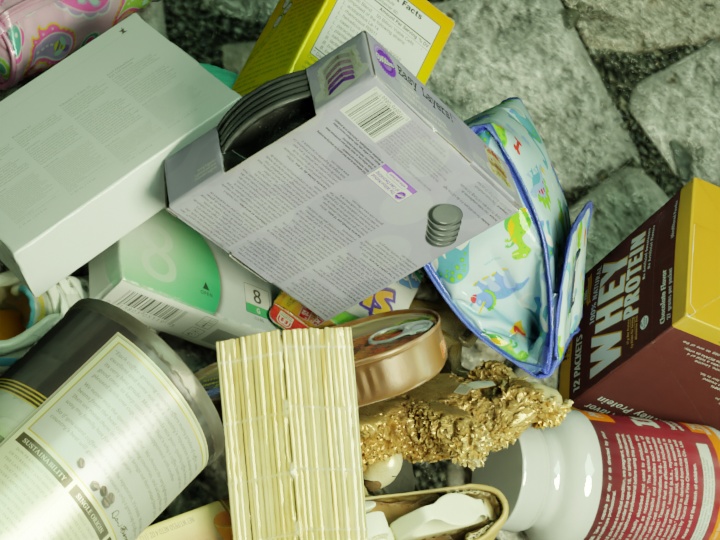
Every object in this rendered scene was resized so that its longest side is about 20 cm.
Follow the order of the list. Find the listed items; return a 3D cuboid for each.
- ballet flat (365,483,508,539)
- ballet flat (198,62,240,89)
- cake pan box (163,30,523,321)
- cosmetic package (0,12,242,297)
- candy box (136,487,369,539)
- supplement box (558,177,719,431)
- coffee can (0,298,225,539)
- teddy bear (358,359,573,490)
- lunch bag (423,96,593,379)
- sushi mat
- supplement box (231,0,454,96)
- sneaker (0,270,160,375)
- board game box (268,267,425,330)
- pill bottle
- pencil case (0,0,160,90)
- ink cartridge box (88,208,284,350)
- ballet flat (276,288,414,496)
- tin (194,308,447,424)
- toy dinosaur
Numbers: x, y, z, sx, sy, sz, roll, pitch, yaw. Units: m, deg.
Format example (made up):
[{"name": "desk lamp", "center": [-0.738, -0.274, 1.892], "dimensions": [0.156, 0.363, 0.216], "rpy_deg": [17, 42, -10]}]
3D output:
[{"name": "ballet flat", "center": [0.020, 0.183, 1.261], "dimensions": [0.198, 0.063, 0.069], "rpy_deg": [-7, 67, -32]}, {"name": "ballet flat", "center": [-0.075, -0.130, 1.451], "dimensions": [0.199, 0.068, 0.071], "rpy_deg": [15, 32, -31]}, {"name": "cake pan box", "center": [-0.014, -0.060, 1.232], "dimensions": [0.200, 0.183, 0.053], "rpy_deg": [36, 31, -43]}, {"name": "cosmetic package", "center": [-0.198, -0.089, 1.270], "dimensions": [0.199, 0.052, 0.151], "rpy_deg": [-36, 51, -16]}, {"name": "candy box", "center": [-0.072, 0.220, 1.266], "dimensions": [0.199, 0.055, 0.116], "rpy_deg": [-16, 72, -34]}, {"name": "supplement box", "center": [0.300, 0.056, 1.458], "dimensions": [0.196, 0.200, 0.134], "rpy_deg": [21, 56, -16]}, {"name": "coffee can", "center": [-0.208, 0.138, 1.167], "dimensions": [0.146, 0.146, 0.200], "rpy_deg": [44, 61, 1]}, {"name": "teddy bear", "center": [0.061, 0.117, 1.302], "dimensions": [0.199, 0.144, 0.067], "rpy_deg": [-17, 112, -43]}, {"name": "lunch bag", "center": [0.118, -0.024, 1.398], "dimensions": [0.201, 0.127, 0.170], "rpy_deg": [65, 18, -5]}, {"name": "sushi mat", "center": [-0.045, 0.141, 1.207], "dimensions": [0.095, 0.012, 0.202], "rpy_deg": [-5, 90, 4]}, {"name": "supplement box", "center": [-0.030, -0.136, 1.370], "dimensions": [0.109, 0.109, 0.201], "rpy_deg": [35, 68, -23]}, {"name": "sneaker", "center": [-0.223, 0.037, 1.274], "dimensions": [0.199, 0.081, 0.077], "rpy_deg": [-12, 68, -34]}, {"name": "board game box", "center": [0.000, 0.000, 1.397], "dimensions": [0.095, 0.030, 0.201], "rpy_deg": [35, 43, -7]}, {"name": "pill bottle", "center": [0.195, 0.171, 1.396], "dimensions": [0.198, 0.113, 0.114], "rpy_deg": [8, 60, -24]}, {"name": "pencil case", "center": [-0.235, -0.222, 1.409], "dimensions": [0.088, 0.087, 0.200], "rpy_deg": [49, 54, 5]}, {"name": "ink cartridge box", "center": [-0.137, -0.043, 1.344], "dimensions": [0.160, 0.050, 0.202], "rpy_deg": [22, 49, -40]}, {"name": "ballet flat", "center": [-0.021, 0.099, 1.372], "dimensions": [0.201, 0.046, 0.067], "rpy_deg": [60, 27, 6]}, {"name": "tin", "center": [-0.033, 0.075, 1.272], "dimensions": [0.198, 0.112, 0.042], "rpy_deg": [-16, 107, 4]}, {"name": "toy dinosaur", "center": [0.058, 0.063, 1.433], "dimensions": [0.101, 0.058, 0.200], "rpy_deg": [35, 44, 12]}]
